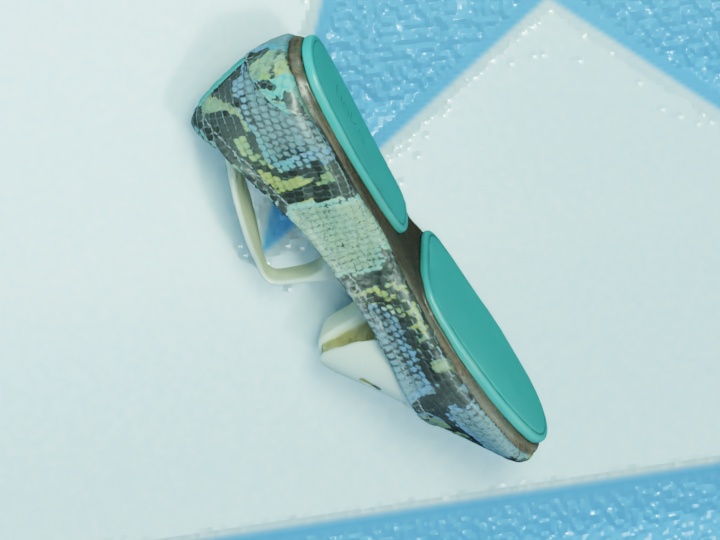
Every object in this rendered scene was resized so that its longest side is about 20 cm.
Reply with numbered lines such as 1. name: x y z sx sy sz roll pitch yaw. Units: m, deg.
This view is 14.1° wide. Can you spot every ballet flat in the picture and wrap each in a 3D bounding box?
1. ballet flat: 0.000 0.000 1.138 0.074 0.074 0.201 -34 108 -7
